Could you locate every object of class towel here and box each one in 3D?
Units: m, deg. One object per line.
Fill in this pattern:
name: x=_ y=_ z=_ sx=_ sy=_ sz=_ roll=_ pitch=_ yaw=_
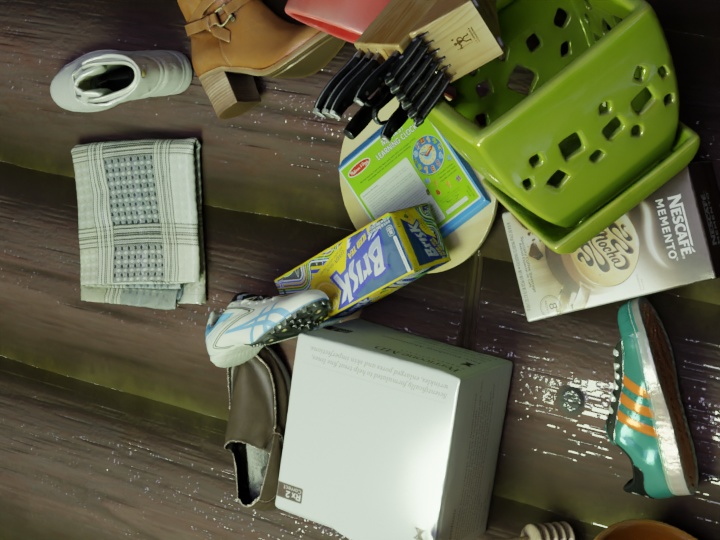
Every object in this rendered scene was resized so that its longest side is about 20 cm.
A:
towel: x=-0.267 y=-0.054 z=1.820 sx=0.191 sy=0.034 sz=0.201 roll=1 pitch=97 yaw=30

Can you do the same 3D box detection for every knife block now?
knife block: x=0.039 y=-0.205 z=1.405 sx=0.175 sy=0.201 sz=0.064 roll=-26 pitch=124 yaw=18

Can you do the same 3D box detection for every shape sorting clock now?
shape sorting clock: x=0.061 y=-0.096 z=1.622 sx=0.199 sy=0.039 sz=0.201 roll=12 pitch=112 yaw=31

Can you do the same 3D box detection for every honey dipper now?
honey dipper: x=0.126 y=0.277 z=1.544 sx=0.038 sy=0.199 sz=0.038 roll=-3 pitch=86 yaw=61

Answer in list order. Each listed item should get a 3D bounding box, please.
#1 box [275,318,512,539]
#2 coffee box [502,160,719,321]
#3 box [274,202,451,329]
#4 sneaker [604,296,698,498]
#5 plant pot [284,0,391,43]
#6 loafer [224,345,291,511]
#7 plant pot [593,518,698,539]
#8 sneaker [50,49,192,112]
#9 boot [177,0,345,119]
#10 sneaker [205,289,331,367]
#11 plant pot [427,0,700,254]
box: x=0.034 y=0.174 z=1.617 sx=0.198 sy=0.130 sz=0.201 roll=14 pitch=103 yaw=27
coffee box: x=0.252 y=-0.028 z=1.496 sx=0.199 sy=0.080 sz=0.114 roll=-16 pitch=87 yaw=31
box: x=0.000 y=0.000 z=1.630 sx=0.200 sy=0.064 sz=0.070 roll=-29 pitch=81 yaw=43
sneaker: x=0.271 y=0.129 z=1.507 sx=0.079 sy=0.071 sz=0.201 roll=-12 pitch=93 yaw=28
plant pot: x=0.045 y=-0.307 z=1.530 sx=0.200 sy=0.200 sz=0.178 roll=22 pitch=95 yaw=26
loafer: x=-0.117 y=0.179 z=1.740 sx=0.073 sy=0.071 sz=0.201 roll=-8 pitch=92 yaw=30
plant pot: x=0.259 y=0.376 z=1.490 sx=0.200 sy=0.200 sz=0.184 roll=47 pitch=132 yaw=17
sneaker: x=-0.308 y=-0.223 z=1.778 sx=0.199 sy=0.115 sz=0.074 roll=-6 pitch=95 yaw=32
boot: x=-0.112 y=-0.277 z=1.691 sx=0.199 sy=0.076 sz=0.156 roll=-28 pitch=78 yaw=37
sneaker: x=-0.107 y=0.050 z=1.655 sx=0.200 sy=0.072 sz=0.073 roll=-25 pitch=76 yaw=47
plant pot: x=0.184 y=-0.144 z=1.415 sx=0.200 sy=0.182 sz=0.199 roll=-37 pitch=32 yaw=-1
